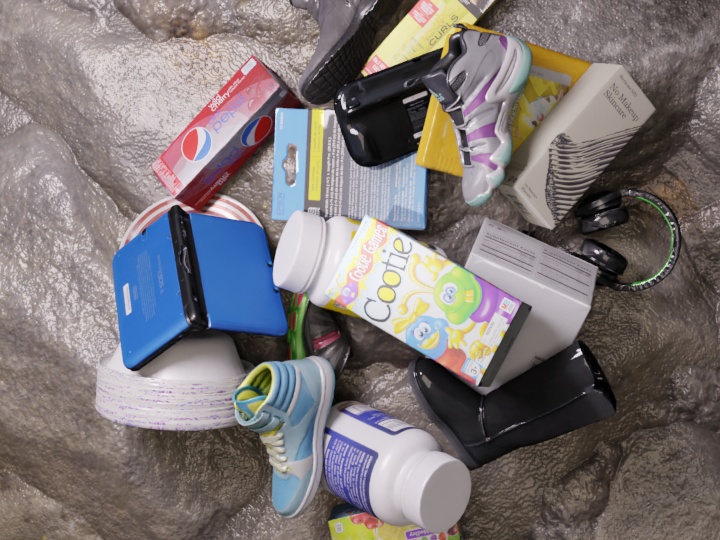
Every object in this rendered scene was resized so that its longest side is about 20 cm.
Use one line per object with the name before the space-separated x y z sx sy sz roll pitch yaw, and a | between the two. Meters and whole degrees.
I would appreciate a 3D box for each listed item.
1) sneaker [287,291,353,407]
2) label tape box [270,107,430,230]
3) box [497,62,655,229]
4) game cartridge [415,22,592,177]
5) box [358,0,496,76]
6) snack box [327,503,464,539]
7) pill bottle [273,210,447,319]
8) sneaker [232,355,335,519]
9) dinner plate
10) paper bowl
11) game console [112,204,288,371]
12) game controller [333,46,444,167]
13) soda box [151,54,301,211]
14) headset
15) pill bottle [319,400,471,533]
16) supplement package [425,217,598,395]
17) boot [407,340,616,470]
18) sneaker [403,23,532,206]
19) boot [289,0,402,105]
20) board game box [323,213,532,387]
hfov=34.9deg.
sneaker | -0.051 0.091 1.486 0.082 0.077 0.204 1 96 -15
label tape box | -0.010 -0.129 1.455 0.196 0.063 0.147 4 93 6
box | 0.258 -0.152 1.387 0.082 0.068 0.201 43 85 -22
game cartridge | 0.178 -0.192 1.399 0.197 0.032 0.179 11 97 -25
box | 0.090 -0.301 1.435 0.075 0.050 0.200 44 99 1
snack box | 0.061 0.396 1.492 0.166 0.068 0.203 -14 95 7
pill bottle | 0.000 0.000 1.409 0.197 0.114 0.116 17 97 -18
sneaker | -0.108 0.201 1.387 0.079 0.129 0.204 8 90 46
dinner plate | -0.214 -0.011 1.475 0.196 0.024 0.203 0 64 0
paper bowl | -0.230 0.128 1.436 0.197 0.201 0.106 5 95 6
game console | -0.201 0.029 1.405 0.170 0.202 0.118 -35 133 17
game controller | 0.066 -0.201 1.390 0.197 0.042 0.106 -23 109 -16
soda box | -0.173 -0.174 1.463 0.200 0.070 0.064 -45 67 8
headset | 0.292 -0.039 1.412 0.197 0.094 0.126 4 95 23
pill bottle | 0.036 0.244 1.407 0.199 0.118 0.122 18 99 47
supplement package | 0.178 0.069 1.396 0.154 0.111 0.202 24 120 4
boot | 0.176 0.134 1.325 0.198 0.066 0.166 -26 114 29
sneaker | 0.111 -0.185 1.326 0.138 0.078 0.204 13 87 -21
boot | -0.043 -0.311 1.427 0.131 0.070 0.201 32 82 28
board game box | 0.076 0.034 1.273 0.198 0.103 0.106 29 92 16
